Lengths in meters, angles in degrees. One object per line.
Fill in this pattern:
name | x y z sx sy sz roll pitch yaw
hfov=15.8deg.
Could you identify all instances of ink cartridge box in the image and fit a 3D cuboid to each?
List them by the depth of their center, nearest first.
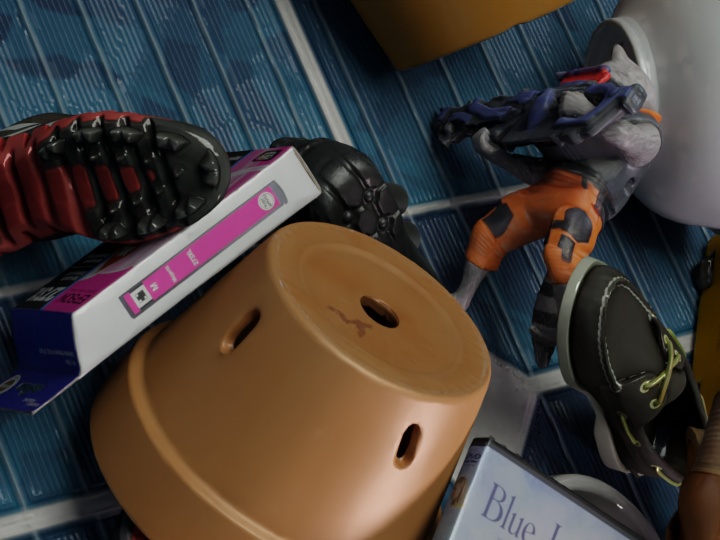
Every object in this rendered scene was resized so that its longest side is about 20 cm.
ink cartridge box | -0.119 0.003 1.368 0.200 0.095 0.037 -41 108 -21

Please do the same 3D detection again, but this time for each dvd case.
dvd case | 0.078 0.207 1.349 0.143 0.018 0.200 33 68 -27

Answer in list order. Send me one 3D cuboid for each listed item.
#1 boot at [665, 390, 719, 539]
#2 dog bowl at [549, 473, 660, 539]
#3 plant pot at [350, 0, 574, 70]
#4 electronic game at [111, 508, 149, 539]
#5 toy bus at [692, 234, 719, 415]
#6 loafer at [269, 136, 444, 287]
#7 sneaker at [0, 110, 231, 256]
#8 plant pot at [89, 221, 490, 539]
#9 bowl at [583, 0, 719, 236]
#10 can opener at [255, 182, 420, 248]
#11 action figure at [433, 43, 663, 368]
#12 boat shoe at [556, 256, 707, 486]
boot | 0.202 0.164 1.479 0.073 0.200 0.155 12 74 16
dog bowl | 0.120 0.206 1.462 0.200 0.059 0.201 28 51 -42
plant pot | 0.046 -0.232 1.620 0.200 0.200 0.184 -28 99 -42
electronic game | -0.045 0.184 1.363 0.200 0.042 0.200 31 29 -19
toy bus | 0.259 0.059 1.677 0.078 0.065 0.200 28 52 -21
loafer | 0.000 0.000 1.477 0.068 0.070 0.201 -41 135 -18
sneaker | -0.145 -0.052 1.376 0.098 0.200 0.071 -30 109 -57
plant pot | -0.023 0.070 1.370 0.200 0.140 0.200 28 27 -16
bowl | 0.202 -0.116 1.666 0.090 0.201 0.202 -5 67 -19
can opener | -0.053 -0.029 1.518 0.200 0.067 0.053 7 58 -48
action figure | 0.115 -0.049 1.584 0.105 0.200 0.194 37 78 -26
boat shoe | 0.166 0.061 1.532 0.072 0.060 0.201 -59 149 -22
